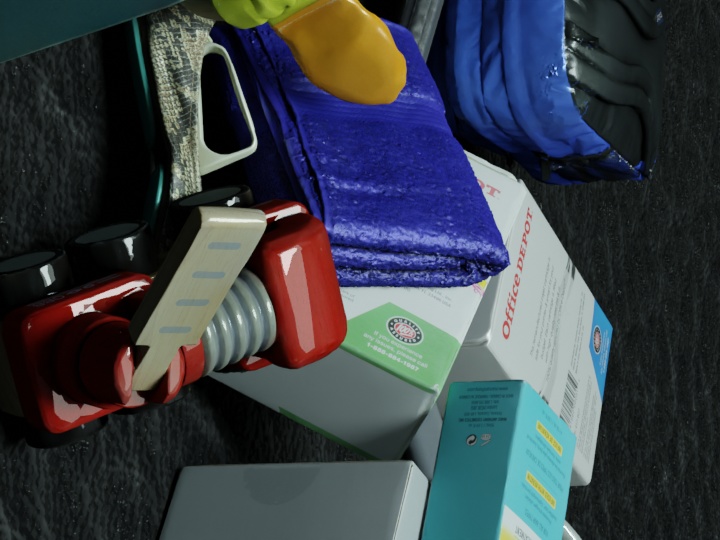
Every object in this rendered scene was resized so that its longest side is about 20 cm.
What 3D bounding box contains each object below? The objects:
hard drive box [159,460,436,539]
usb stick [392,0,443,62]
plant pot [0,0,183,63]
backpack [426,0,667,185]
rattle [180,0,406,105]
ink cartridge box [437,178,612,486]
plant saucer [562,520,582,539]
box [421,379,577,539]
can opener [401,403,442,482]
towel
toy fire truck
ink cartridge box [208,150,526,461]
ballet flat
[{"bbox_3d":[-0.004,0.193,1.192,0.200,0.155,0.077,52,43,-44],"label":"hard drive box"},{"bbox_3d":[0.034,-0.161,1.418,0.055,0.032,0.201,109,-3,-69],"label":"usb stick"},{"bbox_3d":[-0.152,-0.233,1.010,0.200,0.141,0.141,64,33,-21],"label":"plant pot"},{"bbox_3d":[0.128,-0.151,1.481,0.200,0.167,0.163,27,59,-65],"label":"backpack"},{"bbox_3d":[-0.049,-0.206,1.167,0.143,0.130,0.200,14,27,-40],"label":"rattle"},{"bbox_3d":[0.109,0.050,1.503,0.200,0.084,0.146,53,41,-44],"label":"ink cartridge box"},{"bbox_3d":[0.071,0.242,1.366,0.199,0.050,0.201,6,73,-19],"label":"plant saucer"},{"bbox_3d":[0.070,0.167,1.119,0.082,0.049,0.201,46,48,-49],"label":"box"},{"bbox_3d":[0.003,0.063,1.357,0.067,0.053,0.201,-32,118,-24],"label":"can opener"},{"bbox_3d":[-0.002,-0.078,1.202,0.147,0.050,0.200,-1,50,-25],"label":"towel"},{"bbox_3d":[-0.077,0.013,0.999,0.176,0.200,0.129,-20,106,-31],"label":"toy fire truck"},{"bbox_3d":[0.000,0.000,1.228,0.200,0.145,0.088,-63,180,-45],"label":"ink cartridge box"},{"bbox_3d":[-0.095,-0.062,1.142,0.068,0.075,0.201,141,-52,-74],"label":"ballet flat"}]
